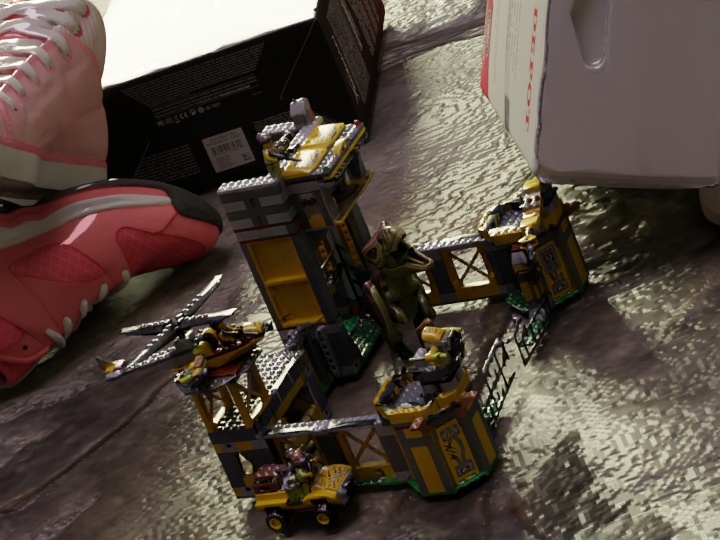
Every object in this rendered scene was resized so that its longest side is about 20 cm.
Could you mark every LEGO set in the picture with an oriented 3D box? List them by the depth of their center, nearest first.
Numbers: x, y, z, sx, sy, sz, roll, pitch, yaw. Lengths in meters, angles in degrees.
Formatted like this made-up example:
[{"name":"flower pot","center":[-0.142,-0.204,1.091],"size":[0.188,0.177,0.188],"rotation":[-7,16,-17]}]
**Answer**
[{"name":"LEGO set","center":[0.000,0.000,0.965],"size":[0.154,0.116,0.200],"rotation":[-4,30,35]}]

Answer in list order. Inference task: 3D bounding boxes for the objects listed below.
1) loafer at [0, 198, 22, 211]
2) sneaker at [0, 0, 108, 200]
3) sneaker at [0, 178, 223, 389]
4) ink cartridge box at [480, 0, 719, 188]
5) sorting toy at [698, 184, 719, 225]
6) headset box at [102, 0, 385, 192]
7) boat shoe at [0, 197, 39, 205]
[{"name":"loafer","center":[-0.245,-0.020,1.214],"size":[0.200,0.070,0.068],"rotation":[7,55,8]},{"name":"sneaker","center":[-0.176,-0.089,1.151],"size":[0.075,0.105,0.200],"rotation":[2,0,15]},{"name":"sneaker","center":[-0.159,0.013,1.150],"size":[0.200,0.087,0.074],"rotation":[-11,-13,-20]},{"name":"ink cartridge box","center":[0.108,-0.128,1.053],"size":[0.085,0.146,0.200],"rotation":[3,15,-3]},{"name":"sorting toy","center":[0.219,-0.098,1.013],"size":[0.200,0.107,0.180],"rotation":[-21,31,55]},{"name":"headset box","center":[-0.070,-0.125,1.330],"size":[0.149,0.075,0.200],"rotation":[-17,25,14]},{"name":"boat shoe","center":[-0.235,-0.031,1.286],"size":[0.201,0.072,0.061],"rotation":[-11,0,7]}]
